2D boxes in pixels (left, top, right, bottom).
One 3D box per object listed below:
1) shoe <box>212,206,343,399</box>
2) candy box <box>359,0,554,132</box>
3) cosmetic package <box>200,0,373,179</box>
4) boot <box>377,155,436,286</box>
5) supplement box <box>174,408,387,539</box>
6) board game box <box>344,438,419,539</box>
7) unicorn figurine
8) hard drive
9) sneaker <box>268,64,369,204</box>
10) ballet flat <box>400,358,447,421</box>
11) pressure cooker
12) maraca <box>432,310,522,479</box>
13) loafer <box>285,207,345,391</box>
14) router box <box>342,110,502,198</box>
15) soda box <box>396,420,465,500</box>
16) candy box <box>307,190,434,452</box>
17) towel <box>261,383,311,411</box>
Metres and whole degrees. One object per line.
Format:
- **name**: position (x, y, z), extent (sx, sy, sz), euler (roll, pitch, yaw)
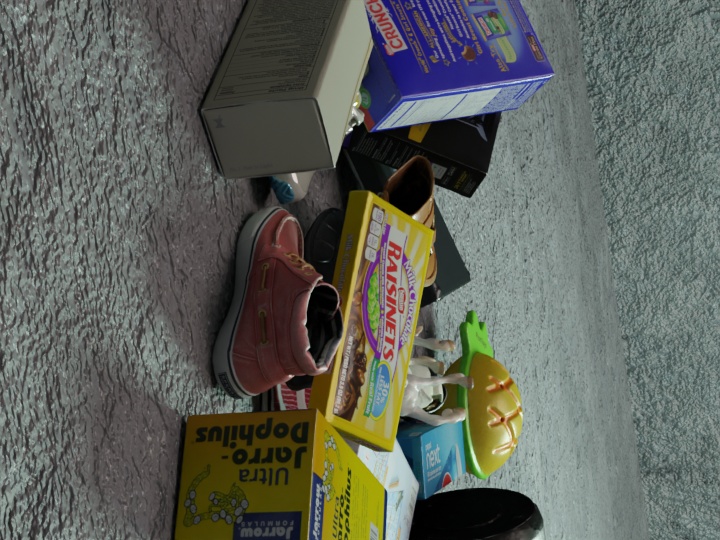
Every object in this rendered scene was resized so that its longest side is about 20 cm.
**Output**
- **shoe**: position (-0.055, 0.018, 1.414), extent (0.072, 0.090, 0.201), euler (56, 31, -35)
- **candy box**: position (0.068, -0.234, 1.688), extent (0.198, 0.077, 0.170), euler (-11, 70, -35)
- **cosmetic package**: position (-0.058, -0.167, 1.460), extent (0.201, 0.102, 0.074), euler (-74, 155, -50)
- **boot**: position (0.038, -0.046, 1.621), extent (0.201, 0.076, 0.156), euler (-71, 170, -52)
- **supplement box**: position (-0.057, 0.195, 1.341), extent (0.200, 0.108, 0.111), euler (57, 32, -60)
- **board game box**: position (-0.002, 0.244, 1.600), extent (0.200, 0.041, 0.202), euler (66, 31, -53)
- **unicorn figurine**: position (0.039, 0.105, 1.683), extent (0.200, 0.136, 0.075), euler (-148, -115, -68)
- **hard drive**: position (0.048, -0.064, 1.806), extent (0.202, 0.033, 0.139), euler (65, 19, 1)
- **sneaker**: position (-0.043, -0.142, 1.549), extent (0.077, 0.080, 0.201), euler (72, 22, -44)
- **ballet flat**: position (0.048, 0.123, 1.814), extent (0.200, 0.068, 0.069), euler (15, 65, -73)
- **pressure cooker**: position (0.122, 0.349, 1.817), extent (0.179, 0.174, 0.202), euler (-50, 134, -73)
- **maraca**: position (0.141, 0.151, 2.067), extent (0.137, 0.106, 0.202), euler (49, 39, -63)
- **loafer**: position (-0.039, 0.024, 1.521), extent (0.072, 0.063, 0.201), euler (37, 34, -24)
- **router box**: position (0.070, -0.191, 1.758), extent (0.052, 0.156, 0.202), euler (123, -15, -56)
- **soda box**: position (0.062, 0.201, 1.849), extent (0.200, 0.063, 0.069), euler (-6, 91, -74)
- **candy box**: position (0.010, 0.044, 1.452), extent (0.102, 0.026, 0.202), euler (29, 66, -50)
- **towel**: position (-0.049, 0.079, 1.566), extent (0.200, 0.022, 0.146), euler (38, 49, -69)
